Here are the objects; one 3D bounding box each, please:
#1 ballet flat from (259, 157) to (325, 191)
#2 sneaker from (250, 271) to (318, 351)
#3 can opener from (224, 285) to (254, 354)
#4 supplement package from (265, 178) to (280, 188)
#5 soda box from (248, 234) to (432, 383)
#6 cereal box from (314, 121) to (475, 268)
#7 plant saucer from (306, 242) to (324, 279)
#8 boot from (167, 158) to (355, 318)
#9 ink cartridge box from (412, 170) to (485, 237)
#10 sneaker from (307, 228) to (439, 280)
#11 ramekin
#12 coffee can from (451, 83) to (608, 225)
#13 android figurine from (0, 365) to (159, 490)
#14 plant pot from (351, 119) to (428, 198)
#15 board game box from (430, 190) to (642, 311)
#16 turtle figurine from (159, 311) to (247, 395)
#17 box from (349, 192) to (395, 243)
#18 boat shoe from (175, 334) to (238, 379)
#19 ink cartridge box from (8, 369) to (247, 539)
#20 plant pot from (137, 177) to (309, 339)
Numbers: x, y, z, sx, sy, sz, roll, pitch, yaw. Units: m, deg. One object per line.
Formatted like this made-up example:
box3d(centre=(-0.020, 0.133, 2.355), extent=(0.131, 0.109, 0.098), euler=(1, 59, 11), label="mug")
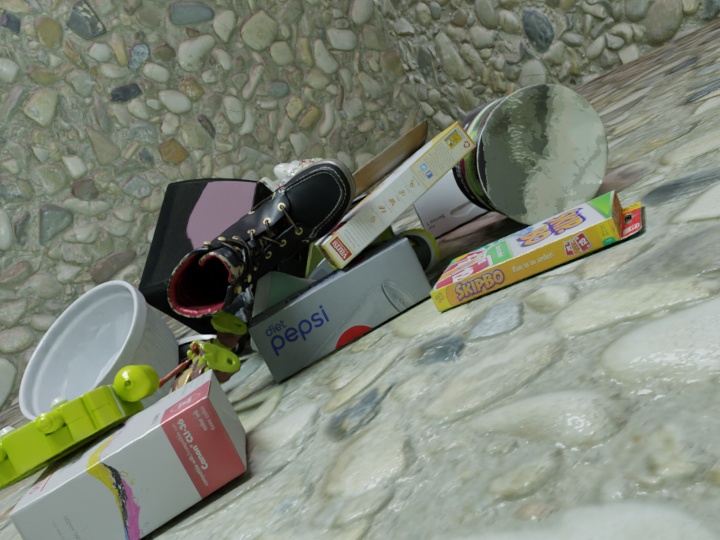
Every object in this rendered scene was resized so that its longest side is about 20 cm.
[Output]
box3d(centre=(-0.135, -0.136, 1.113), extent=(0.199, 0.064, 0.076), euler=(-37, 4, 27), label="ballet flat")
box3d(centre=(-0.077, 0.064, 0.851), extent=(0.115, 0.076, 0.201), euler=(9, -20, -6), label="sneaker")
box3d(centre=(-0.179, 0.060, 0.916), extent=(0.065, 0.053, 0.201), euler=(-21, -21, -23), label="can opener")
box3d(centre=(-0.160, -0.060, 1.309), extent=(0.190, 0.148, 0.201), euler=(-33, -11, -40), label="supplement package")
box3d(centre=(-0.023, 0.039, 0.734), extent=(0.197, 0.070, 0.063), euler=(-29, 9, -4), label="soda box")
box3d(centre=(0.033, -0.082, 0.775), extent=(0.199, 0.040, 0.144), euler=(-42, 6, -5), label="cereal box")
box3d(centre=(-0.070, -0.043, 1.105), extent=(0.030, 0.206, 0.200), euler=(7, 5, -7), label="plant saucer")
box3d(centre=(-0.103, -0.031, 0.690), extent=(0.197, 0.074, 0.151), euler=(-28, 11, 32), label="boot")
box3d(centre=(0.160, -0.135, 1.122), extent=(0.143, 0.086, 0.200), euler=(-27, 8, 10), label="ink cartridge box")
box3d(centre=(0.000, 0.000, 0.839), extent=(0.197, 0.076, 0.084), euler=(-24, 0, 27), label="sneaker")
box3d(centre=(-0.329, 0.126, 0.868), extent=(0.196, 0.105, 0.204), euler=(-21, 44, 21), label="ramekin")
box3d(centre=(0.193, -0.138, 0.808), extent=(0.144, 0.149, 0.200), euler=(-27, 8, 4), label="coffee can")
box3d(centre=(-0.262, 0.141, 0.585), extent=(0.179, 0.042, 0.200), euler=(-30, -4, -8), label="android figurine")
box3d(centre=(0.014, -0.127, 0.882), extent=(0.198, 0.028, 0.200), euler=(-37, 7, 5), label="plant pot")
box3d(centre=(0.164, -0.021, 0.632), extent=(0.196, 0.031, 0.095), euler=(-22, 11, 28), label="board game box")
box3d(centre=(-0.179, 0.129, 0.698), extent=(0.162, 0.064, 0.201), euler=(-47, 11, 30), label="turtle figurine")
box3d(centre=(0.009, -0.053, 1.032), extent=(0.059, 0.119, 0.200), euler=(-24, 7, -4), label="box")
box3d(centre=(-0.257, 0.141, 0.932), extent=(0.195, 0.074, 0.062), euler=(-16, 54, 16), label="boat shoe")
box3d(centre=(-0.190, 0.166, 0.527), extent=(0.197, 0.069, 0.116), euler=(-31, 7, -9), label="ink cartridge box")
box3d(centre=(-0.186, -0.024, 1.016), extent=(0.174, 0.199, 0.204), euler=(-15, 54, 32), label="plant pot")
